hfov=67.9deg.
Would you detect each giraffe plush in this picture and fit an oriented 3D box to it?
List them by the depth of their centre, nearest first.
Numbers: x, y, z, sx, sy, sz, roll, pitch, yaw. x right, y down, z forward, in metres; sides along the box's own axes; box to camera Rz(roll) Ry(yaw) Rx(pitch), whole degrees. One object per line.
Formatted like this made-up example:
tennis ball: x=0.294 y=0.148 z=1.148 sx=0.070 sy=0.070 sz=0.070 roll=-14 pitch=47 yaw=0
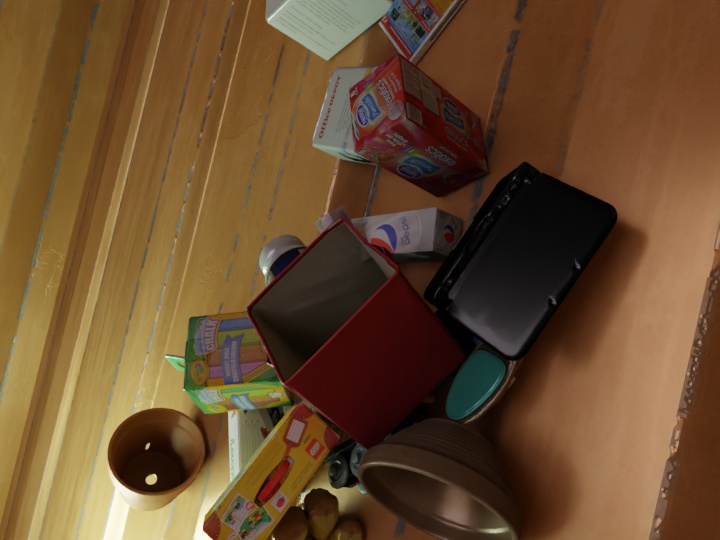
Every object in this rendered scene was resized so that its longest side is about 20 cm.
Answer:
giraffe plush: x=-0.097 y=0.431 z=0.828 sx=0.161 sy=0.171 sz=0.204 roll=1 pitch=114 yaw=57

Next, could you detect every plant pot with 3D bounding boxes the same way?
plant pot: x=0.101 y=0.245 z=0.644 sx=0.198 sy=0.202 sz=0.094 roll=-14 pitch=35 yaw=44
plant pot: x=-0.451 y=0.427 z=1.172 sx=0.202 sy=0.196 sz=0.141 roll=61 pitch=139 yaw=37

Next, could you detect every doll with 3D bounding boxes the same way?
doll: x=0.123 y=0.080 z=0.735 sx=0.202 sy=0.048 sz=0.137 roll=-57 pitch=46 yaw=20

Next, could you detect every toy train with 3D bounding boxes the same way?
toy train: x=0.019 y=0.248 z=0.785 sx=0.200 sy=0.084 sz=0.116 roll=-41 pitch=39 yaw=35

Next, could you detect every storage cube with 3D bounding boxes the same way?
storage cube: x=-0.008 y=0.078 z=0.677 sx=0.200 sy=0.180 sz=0.171 roll=-44 pitch=36 yaw=-1

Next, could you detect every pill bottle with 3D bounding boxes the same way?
pill bottle: x=-0.101 y=0.028 z=0.942 sx=0.117 sy=0.114 sz=0.200 roll=-59 pitch=44 yaw=17

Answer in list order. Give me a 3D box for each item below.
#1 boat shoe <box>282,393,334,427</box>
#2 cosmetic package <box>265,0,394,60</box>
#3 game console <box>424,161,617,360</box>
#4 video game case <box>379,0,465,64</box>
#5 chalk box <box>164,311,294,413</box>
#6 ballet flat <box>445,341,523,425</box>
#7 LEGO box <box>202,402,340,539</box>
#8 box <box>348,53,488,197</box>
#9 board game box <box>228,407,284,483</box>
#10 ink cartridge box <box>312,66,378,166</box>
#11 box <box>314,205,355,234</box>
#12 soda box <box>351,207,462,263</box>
boat shoe: x=-0.065 y=0.228 z=0.887 sx=0.199 sy=0.073 sz=0.068 roll=-28 pitch=63 yaw=51
cosmetic package: x=-0.060 y=-0.555 z=1.018 sx=0.198 sy=0.164 sz=0.171 roll=-22 pitch=64 yaw=40
game console: x=0.181 y=-0.014 z=0.655 sx=0.115 sy=0.176 sz=0.202 roll=35 pitch=91 yaw=2
video game case: x=0.121 y=-0.468 z=0.909 sx=0.200 sy=0.017 sz=0.145 roll=-47 pitch=50 yaw=28
chalk box: x=-0.214 y=0.151 z=0.869 sx=0.195 sy=0.125 sz=0.126 roll=-7 pitch=59 yaw=0
ballet flat: x=0.177 y=0.105 z=0.653 sx=0.202 sy=0.065 sz=0.070 roll=-60 pitch=37 yaw=7
LEGO box: x=-0.131 y=0.300 z=0.770 sx=0.201 sy=0.077 sz=0.149 roll=-50 pitch=-1 yaw=-24
box: x=0.084 y=-0.190 z=0.739 sx=0.094 sy=0.198 sz=0.102 roll=-21 pitch=64 yaw=38
board game box: x=-0.169 y=0.289 z=0.936 sx=0.034 sy=0.125 sz=0.204 roll=-27 pitch=60 yaw=38
ink cartridge box: x=0.021 y=-0.261 z=0.912 sx=0.198 sy=0.082 sz=0.149 roll=23 pitch=97 yaw=48
box: x=0.000 y=0.000 z=0.817 sx=0.038 sy=0.041 sz=0.202 roll=-26 pitch=96 yaw=45
soda box: x=0.057 y=-0.049 z=0.827 sx=0.198 sy=0.067 sz=0.065 roll=-1 pitch=78 yaw=46
